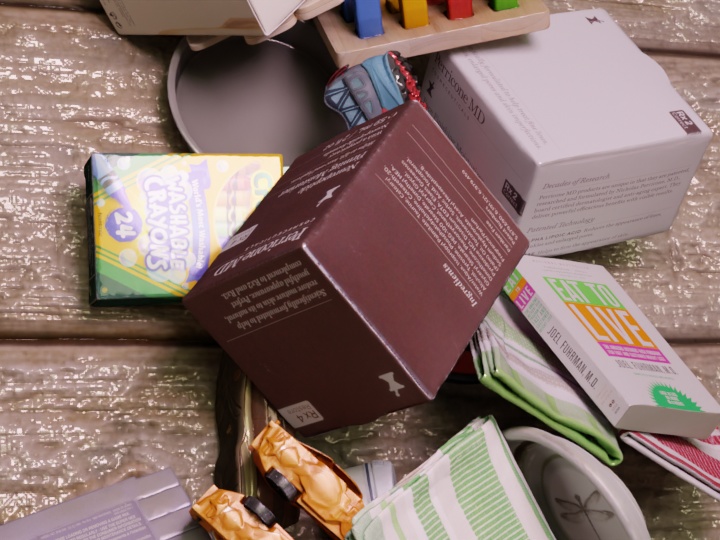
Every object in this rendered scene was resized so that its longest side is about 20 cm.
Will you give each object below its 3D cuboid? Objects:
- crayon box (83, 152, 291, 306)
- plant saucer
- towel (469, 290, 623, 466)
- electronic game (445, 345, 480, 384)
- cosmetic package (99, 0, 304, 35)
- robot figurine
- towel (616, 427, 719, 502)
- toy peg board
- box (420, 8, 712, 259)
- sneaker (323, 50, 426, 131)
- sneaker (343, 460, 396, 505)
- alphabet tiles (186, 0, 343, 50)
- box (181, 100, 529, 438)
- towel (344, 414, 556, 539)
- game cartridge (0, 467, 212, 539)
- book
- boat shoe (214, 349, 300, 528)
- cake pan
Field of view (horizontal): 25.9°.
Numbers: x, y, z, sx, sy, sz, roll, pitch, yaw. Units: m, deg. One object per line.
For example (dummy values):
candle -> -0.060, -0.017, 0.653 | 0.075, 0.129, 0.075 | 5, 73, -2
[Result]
crayon box -> -0.135, -0.036, 1.360 | 0.200, 0.052, 0.126 | -1, 82, -18
plant saucer -> 0.186, 0.211, 1.308 | 0.050, 0.200, 0.200 | -29, 79, -27
towel -> 0.156, 0.078, 1.353 | 0.149, 0.031, 0.200 | 31, 18, -15
electronic game -> 0.086, 0.010, 1.457 | 0.200, 0.042, 0.200 | 9, 64, -18
cosmetic package -> -0.138, -0.266, 1.406 | 0.105, 0.200, 0.071 | -49, 129, -30
robot figurine -> -0.029, 0.221, 1.235 | 0.200, 0.058, 0.145 | 43, 72, 3
towel -> 0.276, 0.132, 1.408 | 0.144, 0.023, 0.200 | 31, 18, -12
toy peg board -> 0.050, -0.287, 1.462 | 0.199, 0.098, 0.200 | -12, 32, -7
box -> 0.183, -0.130, 1.472 | 0.200, 0.131, 0.199 | -11, 49, -26
sneaker -> 0.024, -0.094, 1.410 | 0.079, 0.095, 0.200 | -51, 126, -67
sneaker -> 0.006, 0.260, 1.303 | 0.071, 0.073, 0.200 | -9, 71, 5
alphabet tiles -> -0.079, -0.271, 1.450 | 0.195, 0.015, 0.200 | -25, 34, 1
box -> 0.000, 0.000, 1.279 | 0.164, 0.166, 0.200 | 50, 48, -17
towel -> 0.079, 0.218, 1.233 | 0.200, 0.023, 0.153 | -33, 97, -47
game cartridge -> -0.212, 0.237, 1.220 | 0.200, 0.038, 0.130 | -17, 52, -27
book -> 0.215, 0.067, 1.384 | 0.133, 0.048, 0.200 | 10, 32, -42
boat shoe -> -0.082, 0.123, 1.325 | 0.067, 0.072, 0.201 | 8, 70, -24
cake pan -> -0.087, -0.153, 1.466 | 0.200, 0.037, 0.201 | 9, 63, -18
